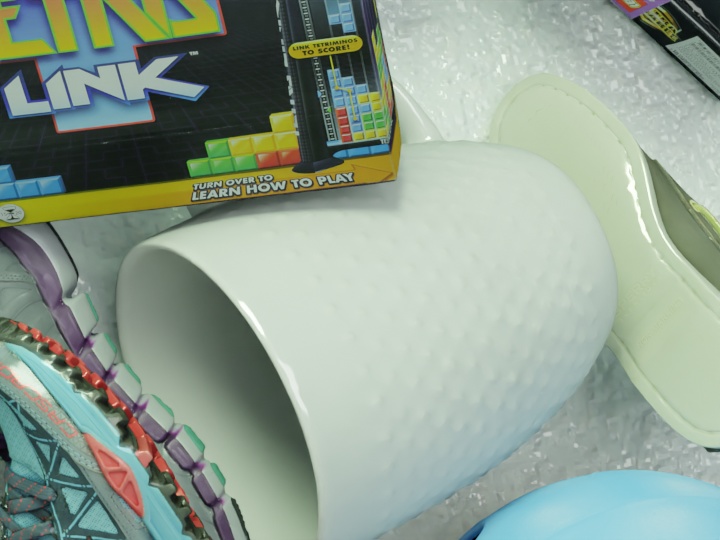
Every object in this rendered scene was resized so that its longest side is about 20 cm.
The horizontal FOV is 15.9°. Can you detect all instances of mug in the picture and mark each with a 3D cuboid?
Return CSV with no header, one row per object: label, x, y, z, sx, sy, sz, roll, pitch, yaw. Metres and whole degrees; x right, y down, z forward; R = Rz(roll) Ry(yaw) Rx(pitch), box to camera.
mug,0.000,0.000,1.057,0.175,0.148,0.200,-25,85,-28

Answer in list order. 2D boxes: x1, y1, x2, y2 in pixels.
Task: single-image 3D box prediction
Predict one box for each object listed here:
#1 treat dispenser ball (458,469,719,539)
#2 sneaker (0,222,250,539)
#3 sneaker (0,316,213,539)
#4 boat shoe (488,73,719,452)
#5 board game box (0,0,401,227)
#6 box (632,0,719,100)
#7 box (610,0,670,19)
treat dispenser ball,0.111,0.182,1.052,0.201,0.201,0.201,3,83,-23
sneaker,-0.126,0.069,1.025,0.088,0.074,0.200,-35,90,-38
sneaker,-0.103,0.113,0.962,0.096,0.079,0.200,-33,101,-8
boat shoe,0.125,-0.002,1.124,0.060,0.072,0.202,16,36,-54
board game box,-0.095,-0.097,0.955,0.200,0.165,0.057,-7,46,6
box,0.176,-0.203,1.205,0.159,0.046,0.200,41,70,-14
box,0.117,-0.228,1.115,0.137,0.039,0.200,39,61,-18
